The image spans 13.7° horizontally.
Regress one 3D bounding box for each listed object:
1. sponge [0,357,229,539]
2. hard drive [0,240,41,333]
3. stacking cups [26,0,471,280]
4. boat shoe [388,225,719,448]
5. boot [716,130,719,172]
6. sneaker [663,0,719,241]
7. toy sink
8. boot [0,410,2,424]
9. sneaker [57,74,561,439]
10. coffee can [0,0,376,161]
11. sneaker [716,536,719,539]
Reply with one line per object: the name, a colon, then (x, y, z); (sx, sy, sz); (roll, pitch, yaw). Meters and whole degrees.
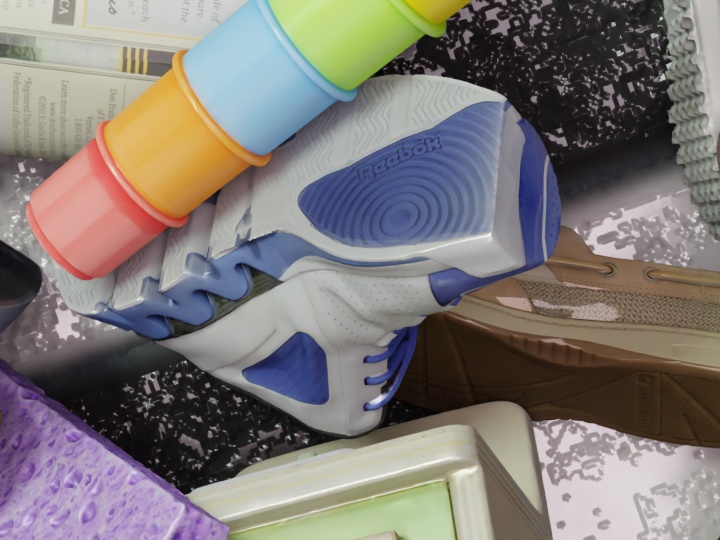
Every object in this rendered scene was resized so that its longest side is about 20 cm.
sponge: (-0.135, 0.103, 1.125); (0.030, 0.200, 0.112); (33, 88, -39)
hard drive: (-0.185, -0.014, 1.108); (0.135, 0.200, 0.042); (33, 92, -4)
stacking cups: (-0.034, -0.072, 1.051); (0.200, 0.061, 0.061); (-36, 91, 19)
boat shoe: (0.072, 0.019, 1.193); (0.200, 0.071, 0.065); (12, 55, 6)
boot: (0.251, -0.028, 1.124); (0.200, 0.155, 0.077); (17, 89, -32)
sneaker: (0.171, -0.101, 1.188); (0.099, 0.070, 0.200); (-9, 91, -4)
toy sink: (0.003, 0.131, 1.108); (0.130, 0.112, 0.200); (-15, 60, 13)
boot: (-0.246, 0.009, 1.124); (0.200, 0.175, 0.066); (32, 92, -25)
sneaker: (-0.001, 0.000, 1.096); (0.199, 0.115, 0.081); (-13, 53, 35)
coffee can: (-0.092, -0.111, 1.139); (0.200, 0.146, 0.147); (7, 90, -2)
sneaker: (0.172, 0.165, 1.166); (0.115, 0.076, 0.201); (23, 53, 10)
